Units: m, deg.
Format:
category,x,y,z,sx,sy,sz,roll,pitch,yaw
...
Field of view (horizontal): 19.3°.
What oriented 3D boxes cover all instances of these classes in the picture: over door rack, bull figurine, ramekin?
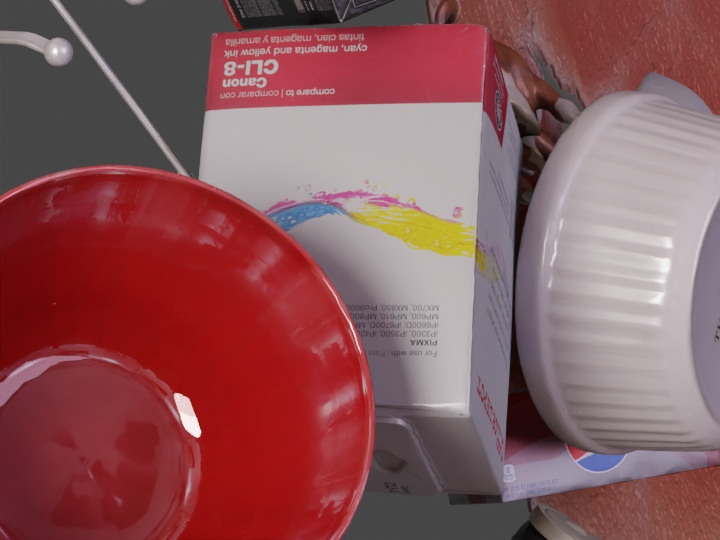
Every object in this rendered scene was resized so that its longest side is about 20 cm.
category,x,y,z,sx,sy,sz,roll,pitch,yaw
over door rack,-0.146,-0.072,0.989,0.148,0.067,0.200,-47,117,-46
bull figurine,0.080,-0.087,1.209,0.065,0.121,0.200,-52,170,-1
ramekin,0.175,0.007,1.142,0.202,0.094,0.203,-15,109,-51

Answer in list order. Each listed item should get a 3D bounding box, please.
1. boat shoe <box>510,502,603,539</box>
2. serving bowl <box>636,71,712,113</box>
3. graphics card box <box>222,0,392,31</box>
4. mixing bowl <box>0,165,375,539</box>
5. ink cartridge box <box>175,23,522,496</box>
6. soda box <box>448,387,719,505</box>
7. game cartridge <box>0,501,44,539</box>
category,x,y,z,sx,sy,sz,roll,pitch,yaw
boat shoe,0.143,0.200,1.303,0.068,0.072,0.200,-56,141,2
serving bowl,0.189,-0.020,1.327,0.200,0.066,0.200,15,90,-77
graphics card box,-0.040,-0.187,1.059,0.051,0.200,0.126,-23,101,-13
mixing bowl,-0.106,0.068,0.901,0.200,0.108,0.200,9,65,-20
ink cartridge box,0.000,0.000,1.057,0.145,0.144,0.200,65,26,-66
soda box,0.149,0.093,1.253,0.200,0.070,0.064,-7,85,-25
game cartridge,-0.127,0.196,0.965,0.133,0.041,0.200,-16,93,-49
